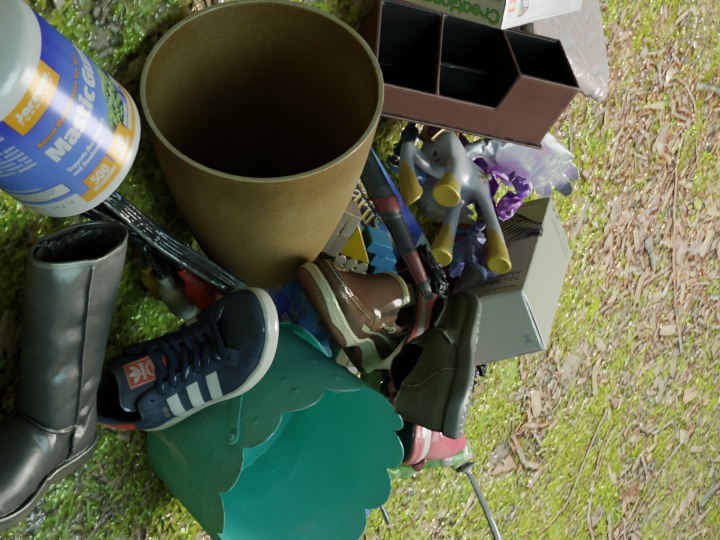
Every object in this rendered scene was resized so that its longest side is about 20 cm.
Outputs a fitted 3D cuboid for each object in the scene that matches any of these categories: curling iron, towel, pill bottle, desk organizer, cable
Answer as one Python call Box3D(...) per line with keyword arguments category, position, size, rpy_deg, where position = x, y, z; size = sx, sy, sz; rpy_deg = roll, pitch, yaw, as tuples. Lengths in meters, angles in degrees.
Box3D(category="curling iron", position=(0.021, -0.061, 1.616), size=(0.025, 0.201, 0.050), rpy_deg=(-30, -179, 11))
Box3D(category="towel", position=(0.185, -0.277, 1.788), size=(0.200, 0.032, 0.192), rpy_deg=(20, 61, -58))
Box3D(category="pill bottle", position=(-0.244, -0.123, 1.242), size=(0.113, 0.112, 0.200), rpy_deg=(-63, 148, -9))
Box3D(category="desk organizer", position=(0.089, -0.175, 1.639), size=(0.199, 0.072, 0.077), rpy_deg=(9, 136, -29))
Box3D(category="cable", position=(-0.161, -0.009, 1.444), size=(0.200, 0.097, 0.051), rpy_deg=(42, 69, -54))

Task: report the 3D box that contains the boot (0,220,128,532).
Box3D(category="boot", position=(-0.241, 0.078, 1.370), size=(0.182, 0.072, 0.201), rpy_deg=(-45, 158, -54))

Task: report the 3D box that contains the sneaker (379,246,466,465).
Box3D(category="sneaker", position=(0.061, 0.081, 1.708), size=(0.086, 0.074, 0.202), rpy_deg=(7, 79, -35))

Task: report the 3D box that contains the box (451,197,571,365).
Box3D(category="box", position=(0.144, 0.008, 1.759), size=(0.200, 0.082, 0.069), rpy_deg=(-66, 138, -60))

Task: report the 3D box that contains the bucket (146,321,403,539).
Box3D(category="bucket", position=(-0.076, 0.150, 1.585), size=(0.206, 0.135, 0.208), rpy_deg=(-27, 137, -29))

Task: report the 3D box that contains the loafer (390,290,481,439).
Box3D(category="loafer", position=(0.063, 0.071, 1.579), size=(0.200, 0.069, 0.076), rpy_deg=(-79, 179, -67))

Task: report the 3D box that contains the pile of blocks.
Box3D(category="pile of blocks", position=(0.000, 0.000, 1.625), size=(0.082, 0.062, 0.201), rpy_deg=(-13, 134, -6))

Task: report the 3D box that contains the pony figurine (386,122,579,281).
Box3D(category="pony figurine", position=(0.099, -0.087, 1.714), size=(0.193, 0.166, 0.201), rpy_deg=(49, 29, -37))

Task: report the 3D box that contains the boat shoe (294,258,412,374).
Box3D(category="boat shoe", position=(0.001, 0.023, 1.530), size=(0.075, 0.075, 0.202), rpy_deg=(-34, 163, 0))

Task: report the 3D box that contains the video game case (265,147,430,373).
Box3D(category="video game case", position=(-0.024, -0.007, 1.693), size=(0.182, 0.045, 0.200), rpy_deg=(-59, 146, -18))

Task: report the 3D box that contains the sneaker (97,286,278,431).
Box3D(category="sneaker", position=(-0.146, 0.076, 1.455), size=(0.084, 0.075, 0.200), rpy_deg=(2, 149, -44))

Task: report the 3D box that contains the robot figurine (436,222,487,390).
Box3D(category="robot figurine", position=(0.094, 0.049, 1.886), size=(0.145, 0.058, 0.201), rpy_deg=(12, 97, -57))

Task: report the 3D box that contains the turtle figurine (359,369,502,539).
Box3D(category="turtle figurine", position=(0.043, 0.156, 1.790), size=(0.199, 0.144, 0.195), rpy_deg=(18, 80, -23))

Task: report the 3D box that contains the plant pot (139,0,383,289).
Box3D(category="plant pot", position=(-0.080, -0.080, 1.472), size=(0.186, 0.186, 0.201), rpy_deg=(-46, 158, -31))

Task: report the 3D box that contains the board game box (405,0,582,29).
Box3D(category="board game box", position=(0.074, -0.251, 1.557), size=(0.126, 0.199, 0.035), rpy_deg=(-20, 125, -50))
